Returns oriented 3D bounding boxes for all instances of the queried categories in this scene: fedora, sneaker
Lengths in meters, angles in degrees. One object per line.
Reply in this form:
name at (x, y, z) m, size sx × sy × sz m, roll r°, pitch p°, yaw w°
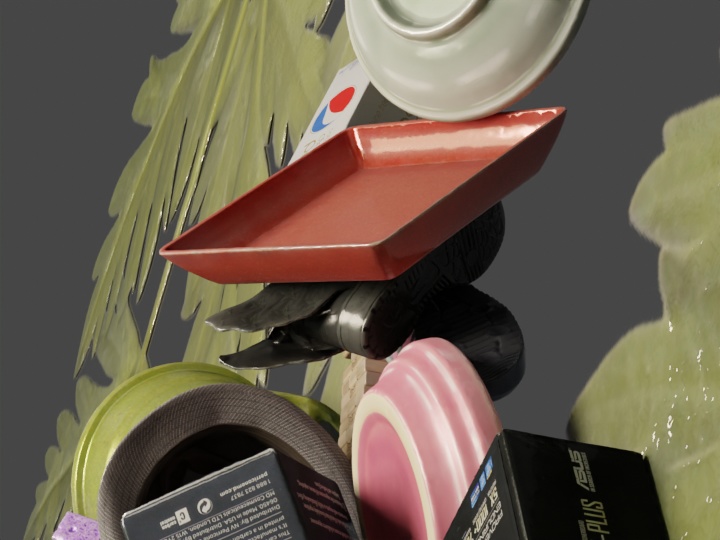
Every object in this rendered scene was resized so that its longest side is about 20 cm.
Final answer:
fedora at (-0.087, 0.178, 1.620) m, size 0.177 × 0.200 × 0.090 m, roll -44°, pitch 3°, yaw -11°
sneaker at (0.061, 0.058, 1.529) m, size 0.200 × 0.070 × 0.082 m, roll -131°, pitch 27°, yaw -65°
sneaker at (0.001, 0.003, 1.509) m, size 0.200 × 0.104 × 0.060 m, roll -43°, pitch -50°, yaw -39°

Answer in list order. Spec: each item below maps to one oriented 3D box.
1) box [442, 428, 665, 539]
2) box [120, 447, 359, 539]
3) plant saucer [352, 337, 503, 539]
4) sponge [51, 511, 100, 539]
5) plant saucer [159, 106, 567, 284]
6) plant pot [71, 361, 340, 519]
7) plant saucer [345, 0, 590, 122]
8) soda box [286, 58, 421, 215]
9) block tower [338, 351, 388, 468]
box at (0.089, 0.214, 1.253) m, size 0.164 × 0.086 × 0.200 m, roll -99°, pitch 25°, yaw -48°
box at (-0.043, 0.226, 1.413) m, size 0.200 × 0.107 × 0.148 m, roll 67°, pitch -172°, yaw 18°
plant saucer at (0.042, 0.143, 1.419) m, size 0.200 × 0.051 × 0.201 m, roll 170°, pitch 90°, yaw -72°
sponge at (-0.124, 0.244, 1.730) m, size 0.112 × 0.200 × 0.030 m, roll 85°, pitch -152°, yaw -54°
plant saucer at (0.006, -0.042, 1.487) m, size 0.200 × 0.200 × 0.037 m, roll -3°, pitch 115°, yaw 45°
plant pot at (-0.092, 0.163, 1.773) m, size 0.184 × 0.200 × 0.201 m, roll -11°, pitch 68°, yaw 61°
plant saucer at (0.058, -0.198, 1.519) m, size 0.200 × 0.050 × 0.201 m, roll -8°, pitch 77°, yaw 38°
soda box at (-0.005, -0.072, 1.656) m, size 0.064 × 0.068 × 0.200 m, roll -28°, pitch 26°, yaw 43°
block tower at (0.021, 0.056, 1.655) m, size 0.058 × 0.054 × 0.200 m, roll 129°, pitch 147°, yaw -58°
